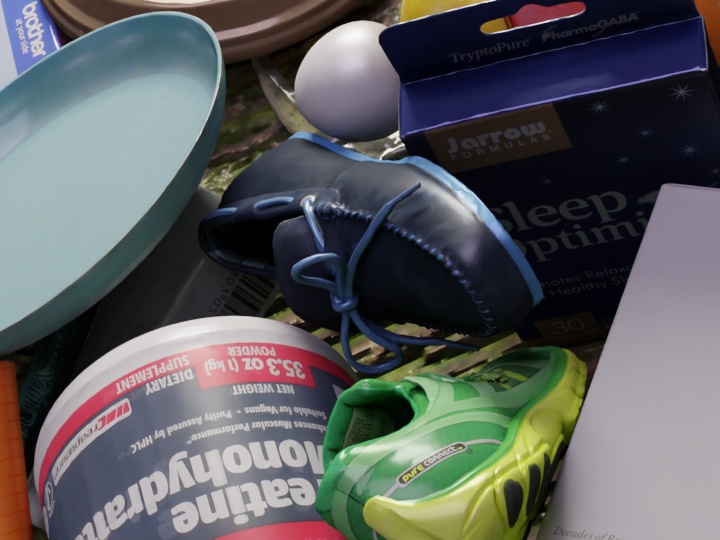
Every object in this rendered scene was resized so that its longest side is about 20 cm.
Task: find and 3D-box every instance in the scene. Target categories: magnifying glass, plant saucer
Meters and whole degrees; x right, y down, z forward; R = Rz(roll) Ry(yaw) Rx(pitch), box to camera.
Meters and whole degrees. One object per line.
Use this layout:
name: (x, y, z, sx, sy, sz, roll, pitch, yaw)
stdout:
magnifying glass: (-0.137, 0.137, 0.958, 0.022, 0.080, 0.201, -6, 82, -20)
plant saucer: (-0.133, -0.031, 1.025, 0.199, 0.027, 0.201, -29, 33, 20)
plant saucer: (-0.072, -0.181, 1.206, 0.199, 0.030, 0.201, -7, 49, 8)

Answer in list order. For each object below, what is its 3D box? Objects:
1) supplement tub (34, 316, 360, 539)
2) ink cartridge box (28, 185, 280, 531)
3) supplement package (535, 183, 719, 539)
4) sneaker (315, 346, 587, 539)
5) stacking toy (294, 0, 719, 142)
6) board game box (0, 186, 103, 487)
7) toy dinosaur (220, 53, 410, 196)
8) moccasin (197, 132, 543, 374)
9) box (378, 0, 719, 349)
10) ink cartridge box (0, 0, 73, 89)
supplement tub: (-0.042, 0.131, 0.915, 0.140, 0.141, 0.201, -26, 49, 6)
ink cartridge box: (-0.131, 0.023, 1.089, 0.163, 0.057, 0.200, -59, 33, -4)
supplement package: (0.150, 0.086, 0.871, 0.119, 0.121, 0.201, 6, 60, 29)
sneaker: (0.033, 0.060, 0.874, 0.083, 0.200, 0.074, 23, 102, 7)
stacking toy: (0.067, -0.103, 0.967, 0.199, 0.146, 0.147, -20, 50, 10)
board game box: (-0.195, 0.034, 1.085, 0.199, 0.028, 0.136, -6, 56, 44)
toy dinosaur: (-0.012, -0.045, 1.093, 0.200, 0.047, 0.088, 26, 76, 49)
moccasin: (0.000, 0.000, 0.924, 0.068, 0.081, 0.200, -36, 20, -17)
box: (0.092, -0.038, 0.936, 0.120, 0.200, 0.033, -12, 54, 17)
ink cartridge box: (-0.214, -0.110, 1.240, 0.199, 0.042, 0.120, -23, 50, 6)
